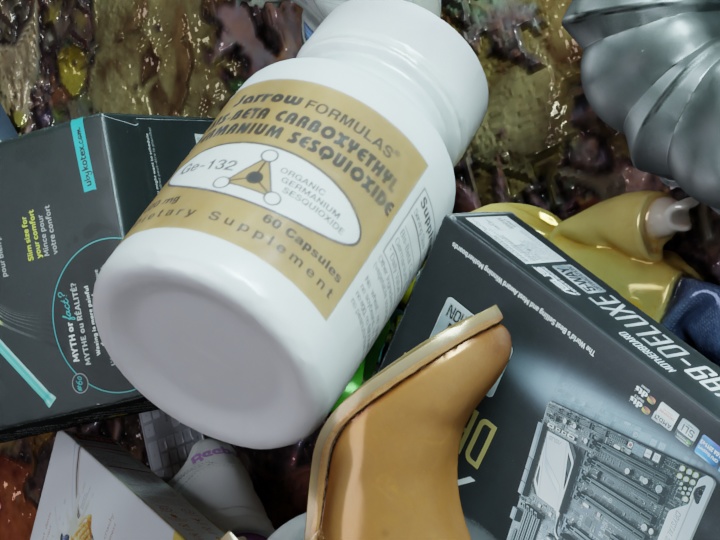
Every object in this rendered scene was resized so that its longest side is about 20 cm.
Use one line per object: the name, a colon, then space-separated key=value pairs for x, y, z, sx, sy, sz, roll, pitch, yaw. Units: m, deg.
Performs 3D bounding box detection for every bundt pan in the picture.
bundt pan: x=0.169 y=-0.112 z=0.889 sx=0.202 sy=0.076 sz=0.202 roll=3 pitch=96 yaw=30

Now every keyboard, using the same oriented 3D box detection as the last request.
keyboard: x=-0.120 y=0.032 z=1.251 sx=0.056 sy=0.011 sz=0.200 roll=-22 pitch=76 yaw=43

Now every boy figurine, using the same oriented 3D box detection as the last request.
boy figurine: x=0.117 y=0.017 z=0.985 sx=0.200 sy=0.064 sz=0.124 roll=34 pitch=117 yaw=34

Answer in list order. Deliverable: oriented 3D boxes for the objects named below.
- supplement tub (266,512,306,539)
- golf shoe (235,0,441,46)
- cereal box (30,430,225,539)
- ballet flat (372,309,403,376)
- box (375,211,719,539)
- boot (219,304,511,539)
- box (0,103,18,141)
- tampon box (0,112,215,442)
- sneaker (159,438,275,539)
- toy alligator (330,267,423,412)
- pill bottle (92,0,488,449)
supplement tub: x=0.000 y=0.226 z=1.044 sx=0.140 sy=0.140 sz=0.200 roll=37 pitch=126 yaw=37
golf shoe: x=-0.030 y=-0.172 z=1.094 sx=0.200 sy=0.078 sz=0.097 roll=36 pitch=138 yaw=28
cereal box: x=-0.126 y=0.181 z=1.133 sx=0.200 sy=0.039 sz=0.144 roll=26 pitch=102 yaw=59
ballet flat: x=0.044 y=0.068 z=1.070 sx=0.200 sy=0.067 sz=0.062 roll=36 pitch=144 yaw=41
box: x=0.088 y=0.091 z=0.941 sx=0.200 sy=0.050 sz=0.158 roll=40 pitch=118 yaw=32
boot: x=0.033 y=0.128 z=0.908 sx=0.155 sy=0.077 sz=0.200 roll=42 pitch=88 yaw=10
box: x=-0.284 y=-0.031 z=1.377 sx=0.200 sy=0.051 sz=0.158 roll=-48 pitch=63 yaw=34
tampon box: x=-0.169 y=0.010 z=1.184 sx=0.200 sy=0.126 sz=0.150 roll=-14 pitch=84 yaw=29
sneaker: x=-0.104 y=0.176 z=1.211 sx=0.200 sy=0.075 sz=0.100 roll=-55 pitch=40 yaw=34
toy alligator: x=0.000 y=0.000 z=1.064 sx=0.054 sy=0.059 sz=0.200 roll=116 pitch=168 yaw=-49
pill bottle: x=-0.022 y=-0.028 z=0.969 sx=0.114 sy=0.200 sz=0.114 roll=20 pitch=141 yaw=17
